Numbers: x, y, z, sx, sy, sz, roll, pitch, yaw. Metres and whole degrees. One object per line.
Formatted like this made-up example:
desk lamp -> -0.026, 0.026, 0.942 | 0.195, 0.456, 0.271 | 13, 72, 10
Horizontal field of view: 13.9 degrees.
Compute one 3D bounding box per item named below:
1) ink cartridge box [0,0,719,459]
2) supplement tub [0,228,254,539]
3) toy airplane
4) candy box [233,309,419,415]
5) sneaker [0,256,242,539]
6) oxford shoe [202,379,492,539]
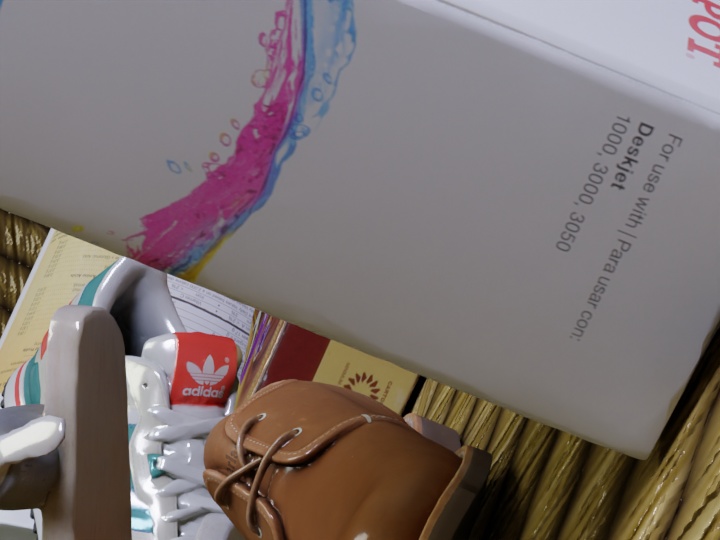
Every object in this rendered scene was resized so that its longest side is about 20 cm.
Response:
ink cartridge box -> -0.010, -0.059, 0.616 | 0.145, 0.199, 0.085 | -73, 5, -62
supplement tub -> -0.092, 0.057, 1.296 | 0.145, 0.144, 0.200 | 122, 170, -61
toy airplane -> -0.097, 0.140, 0.946 | 0.199, 0.141, 0.201 | 87, -175, -53
candy box -> 0.000, 0.000, 1.095 | 0.200, 0.056, 0.117 | -81, 15, -77
sneaker -> -0.077, 0.075, 1.120 | 0.094, 0.070, 0.200 | -57, 39, 27
oxford shoe -> -0.009, 0.066, 0.783 | 0.072, 0.071, 0.200 | -65, 6, 0
